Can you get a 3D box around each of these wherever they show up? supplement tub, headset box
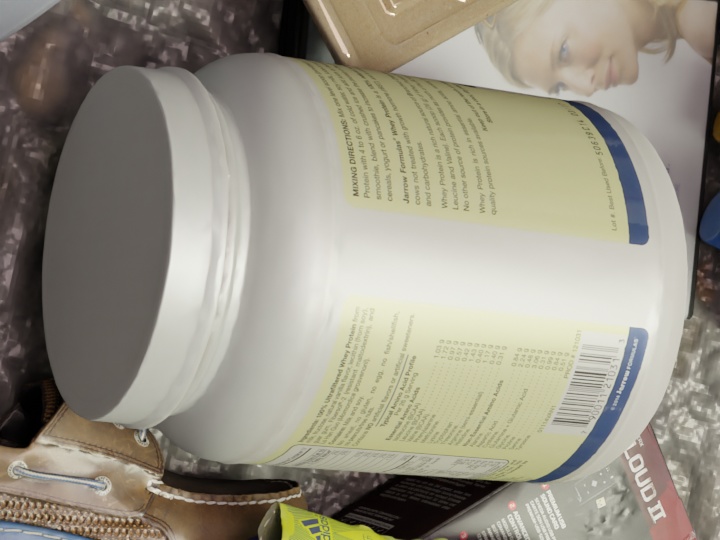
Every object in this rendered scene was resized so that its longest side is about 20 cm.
[{"bbox_3d":[0.000,0.000,0.864,0.200,0.145,0.145,7,90,-27],"label":"supplement tub"},{"bbox_3d":[0.060,0.149,0.963,0.200,0.077,0.149,-30,106,-23],"label":"headset box"}]

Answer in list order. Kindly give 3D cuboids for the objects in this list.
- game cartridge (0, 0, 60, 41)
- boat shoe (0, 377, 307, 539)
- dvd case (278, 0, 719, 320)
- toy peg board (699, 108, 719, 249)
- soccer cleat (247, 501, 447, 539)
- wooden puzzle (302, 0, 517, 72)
[{"bbox_3d":[-0.130,-0.160,0.826,0.200,0.042,0.133,-41,117,12],"label":"game cartridge"},{"bbox_3d":[-0.107,0.076,0.876,0.200,0.072,0.073,2,91,-27],"label":"boat shoe"},{"bbox_3d":[0.057,-0.057,0.981,0.200,0.018,0.143,5,91,-26],"label":"dvd case"},{"bbox_3d":[0.206,-0.074,0.960,0.098,0.200,0.200,26,82,-18],"label":"toy peg board"},{"bbox_3d":[0.002,0.119,0.857,0.200,0.065,0.084,-12,91,-24],"label":"soccer cleat"},{"bbox_3d":[0.023,-0.190,0.933,0.200,0.046,0.186,-31,97,-27],"label":"wooden puzzle"}]
